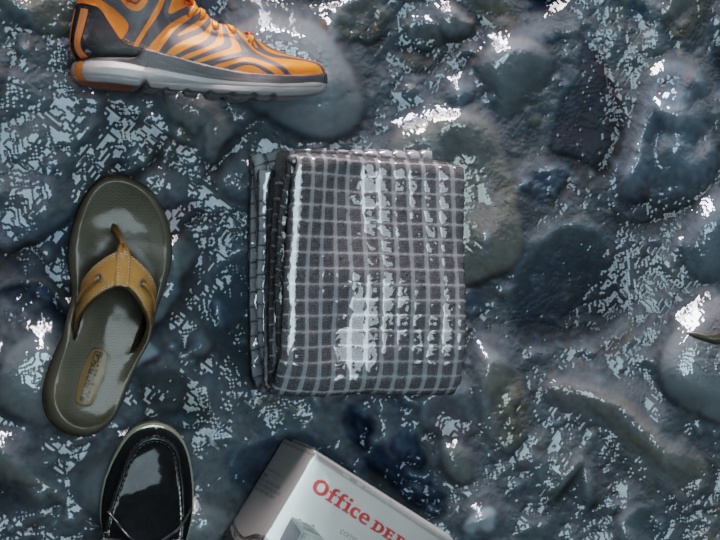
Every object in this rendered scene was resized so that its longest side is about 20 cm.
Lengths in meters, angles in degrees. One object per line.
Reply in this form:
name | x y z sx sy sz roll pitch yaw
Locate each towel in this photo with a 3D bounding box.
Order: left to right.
towel | 0.000 0.000 1.137 0.165 0.086 0.200 1 90 -20

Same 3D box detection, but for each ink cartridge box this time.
ink cartridge box | -0.042 0.254 1.124 0.146 0.085 0.200 34 78 -17

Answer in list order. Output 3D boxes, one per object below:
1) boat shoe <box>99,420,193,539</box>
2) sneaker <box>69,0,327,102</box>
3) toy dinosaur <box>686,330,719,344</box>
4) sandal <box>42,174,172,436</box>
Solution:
boat shoe | -0.166 0.215 1.092 0.075 0.062 0.200 12 85 -17
sneaker | -0.118 -0.189 1.098 0.200 0.078 0.112 4 90 -19
toy dinosaur | 0.368 0.056 1.284 0.200 0.077 0.102 8 76 -14
sandal | -0.191 0.028 1.085 0.082 0.055 0.200 18 84 -19
